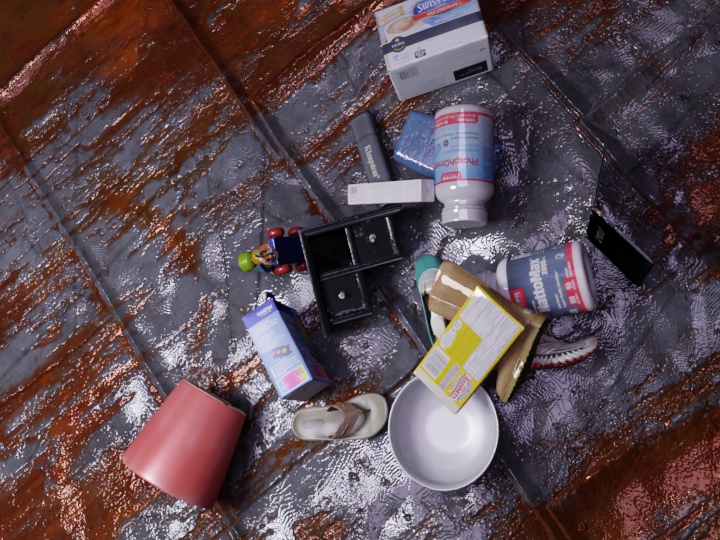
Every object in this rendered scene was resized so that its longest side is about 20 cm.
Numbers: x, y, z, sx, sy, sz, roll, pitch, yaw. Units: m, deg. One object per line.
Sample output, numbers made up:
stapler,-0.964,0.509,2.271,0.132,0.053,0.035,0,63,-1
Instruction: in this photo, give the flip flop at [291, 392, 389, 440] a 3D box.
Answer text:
flip flop,-0.040,0.276,1.307,0.196,0.058,0.083,-9,77,14

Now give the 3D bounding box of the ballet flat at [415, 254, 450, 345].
ballet flat,0.143,0.059,1.292,0.066,0.070,0.204,-16,75,12

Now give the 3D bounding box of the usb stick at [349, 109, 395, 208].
usb stick,0.028,-0.221,1.397,0.055,0.033,0.204,-21,75,16

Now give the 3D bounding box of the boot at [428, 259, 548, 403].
boot,0.202,0.102,1.199,0.198,0.066,0.178,28,110,26

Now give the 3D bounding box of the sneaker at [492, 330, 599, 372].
sneaker,0.314,0.129,1.227,0.196,0.078,0.084,-6,76,14

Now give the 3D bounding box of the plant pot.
plant pot,-0.317,0.315,1.317,0.198,0.201,0.180,24,77,18

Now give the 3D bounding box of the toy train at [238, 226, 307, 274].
toy train,-0.186,-0.027,1.329,0.114,0.199,0.086,-14,88,28

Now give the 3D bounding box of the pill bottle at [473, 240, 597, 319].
pill bottle,0.299,0.029,1.223,0.197,0.119,0.122,-15,75,25

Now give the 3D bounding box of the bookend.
bookend,0.000,0.000,1.314,0.195,0.092,0.204,-14,91,-4

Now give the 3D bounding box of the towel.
towel,0.167,-0.224,1.351,0.197,0.048,0.113,27,91,17

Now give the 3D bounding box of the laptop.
laptop,0.441,-0.098,1.177,0.116,0.187,0.201,-43,72,4

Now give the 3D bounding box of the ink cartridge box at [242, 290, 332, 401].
ink cartridge box,-0.142,0.138,1.321,0.076,0.136,0.202,-32,73,5

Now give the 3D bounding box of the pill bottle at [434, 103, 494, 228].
pill bottle,0.185,-0.183,1.259,0.106,0.109,0.205,-1,83,15

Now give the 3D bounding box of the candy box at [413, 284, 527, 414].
candy box,0.178,0.132,1.164,0.102,0.026,0.202,42,116,18

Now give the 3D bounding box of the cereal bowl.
cereal bowl,0.149,0.279,1.240,0.196,0.083,0.205,-3,78,14

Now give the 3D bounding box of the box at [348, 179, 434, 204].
box,0.054,-0.145,1.316,0.198,0.038,0.042,2,95,48

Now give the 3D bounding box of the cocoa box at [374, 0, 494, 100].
cocoa box,0.143,-0.441,1.355,0.196,0.133,0.134,-16,75,11
